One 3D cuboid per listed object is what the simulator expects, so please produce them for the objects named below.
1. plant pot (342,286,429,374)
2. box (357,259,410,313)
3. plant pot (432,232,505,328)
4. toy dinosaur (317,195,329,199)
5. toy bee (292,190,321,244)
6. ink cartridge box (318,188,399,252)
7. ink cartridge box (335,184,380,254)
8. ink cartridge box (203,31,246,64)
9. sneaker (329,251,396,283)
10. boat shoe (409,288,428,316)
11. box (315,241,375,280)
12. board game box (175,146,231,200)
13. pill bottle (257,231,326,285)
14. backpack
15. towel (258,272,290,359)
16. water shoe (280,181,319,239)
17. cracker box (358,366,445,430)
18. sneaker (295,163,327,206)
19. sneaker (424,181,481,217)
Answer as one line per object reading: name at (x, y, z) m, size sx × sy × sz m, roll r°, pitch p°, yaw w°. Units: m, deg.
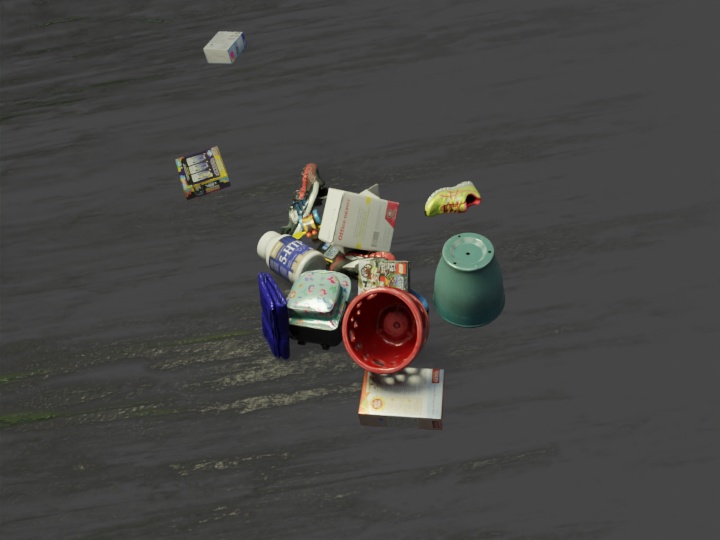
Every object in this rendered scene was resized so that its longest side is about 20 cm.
plant pot at (0.072, 0.136, 1.502) m, size 0.196 × 0.205 × 0.182 m, roll 6°, pitch 5°, yaw 16°
box at (0.061, 0.075, 1.618) m, size 0.134 × 0.204 × 0.038 m, roll 2°, pitch 3°, yaw 18°
plant pot at (0.287, 0.013, 1.627) m, size 0.196 × 0.190 × 0.202 m, roll -5°, pitch 46°, yaw 5°
toy dinosaur at (-0.034, -0.205, 1.967) m, size 0.197 × 0.048 × 0.088 m, roll 23°, pitch 11°, yaw 11°
toy bee at (-0.154, -0.128, 1.843) m, size 0.130 × 0.199 × 0.110 m, roll -32°, pitch 52°, yaw 22°
ink cartridge box at (-0.004, -0.137, 1.710) m, size 0.197 × 0.148 × 0.083 m, roll 8°, pitch 8°, yaw -36°
ink cartridge box at (0.002, -0.154, 1.819) m, size 0.199 × 0.118 × 0.067 m, roll -35°, pitch 48°, yaw -21°
ink cartridge box at (-0.622, -1.047, 2.868) m, size 0.134 × 0.077 × 0.202 m, roll 8°, pitch 51°, yaw 17°
sneaker at (0.000, 0.000, 1.701) m, size 0.197 × 0.072 × 0.099 m, roll -3°, pitch 39°, yaw 20°
boat shoe at (0.105, 0.077, 1.688) m, size 0.084 × 0.069 × 0.200 m, roll -37°, pitch 50°, yaw -12°
box at (-0.027, -0.075, 1.866) m, size 0.158 × 0.050 × 0.201 m, roll 20°, pitch 54°, yaw 29°
board game box at (-0.570, -0.353, 2.222) m, size 0.163 × 0.057 × 0.201 m, roll -19°, pitch 46°, yaw -10°
pill bottle at (-0.208, -0.036, 1.813) m, size 0.198 × 0.121 × 0.120 m, roll 29°, pitch 57°, yaw 32°
backpack at (-0.108, 0.087, 1.667) m, size 0.174 × 0.152 × 0.202 m, roll 6°, pitch 44°, yaw 18°
towel at (-0.233, 0.122, 1.614) m, size 0.049 × 0.203 × 0.148 m, roll -18°, pitch 44°, yaw -24°
water shoe at (-0.191, -0.195, 1.935) m, size 0.078 × 0.072 × 0.203 m, roll 22°, pitch 81°, yaw -2°
cracker box at (0.102, 0.305, 1.478) m, size 0.196 × 0.058 × 0.135 m, roll 1°, pitch 47°, yaw 13°
sneaker at (-0.153, -0.282, 2.057) m, size 0.096 × 0.071 × 0.203 m, roll -2°, pitch 49°, yaw 9°
sneaker at (0.290, -0.211, 1.914) m, size 0.197 × 0.079 × 0.091 m, roll -25°, pitch 50°, yaw -14°
